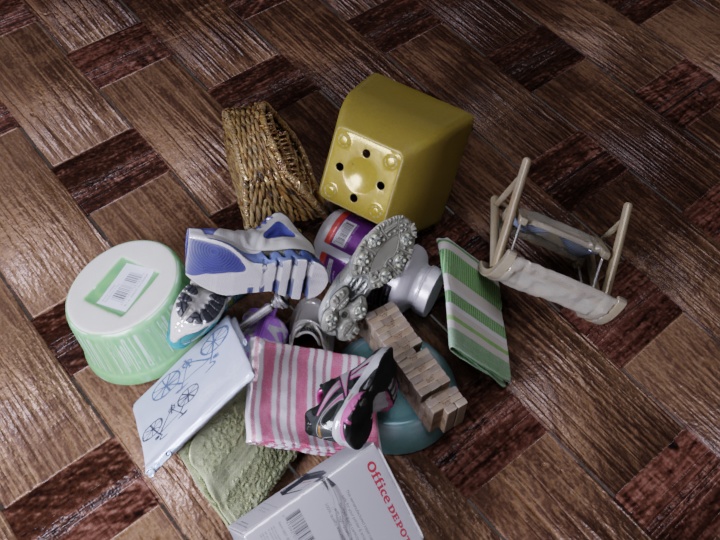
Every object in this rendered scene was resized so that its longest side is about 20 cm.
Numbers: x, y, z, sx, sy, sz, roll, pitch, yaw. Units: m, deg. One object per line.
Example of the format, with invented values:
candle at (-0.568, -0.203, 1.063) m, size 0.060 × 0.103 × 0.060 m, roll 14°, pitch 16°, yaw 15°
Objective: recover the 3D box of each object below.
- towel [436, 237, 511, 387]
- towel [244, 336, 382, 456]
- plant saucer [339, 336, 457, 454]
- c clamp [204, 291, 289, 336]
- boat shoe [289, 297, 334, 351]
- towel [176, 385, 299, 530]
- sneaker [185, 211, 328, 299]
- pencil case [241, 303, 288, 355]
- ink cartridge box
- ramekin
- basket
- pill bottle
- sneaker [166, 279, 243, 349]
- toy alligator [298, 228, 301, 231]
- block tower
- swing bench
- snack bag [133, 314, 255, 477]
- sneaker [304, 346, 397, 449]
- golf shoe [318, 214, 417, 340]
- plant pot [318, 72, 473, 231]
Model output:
towel at (0.169, 0.059, 1.337) m, size 0.023 × 0.152 × 0.203 m, roll -28°, pitch 46°, yaw 31°
towel at (-0.061, 0.171, 1.197) m, size 0.196 × 0.030 × 0.149 m, roll 14°, pitch 57°, yaw -27°
plant saucer at (0.047, 0.166, 1.296) m, size 0.195 × 0.036 × 0.203 m, roll 2°, pitch 53°, yaw -2°
c clamp at (-0.163, 0.064, 1.272) m, size 0.199 × 0.027 × 0.172 m, roll -37°, pitch 29°, yaw 9°
boat shoe at (-0.074, 0.106, 1.304) m, size 0.069 × 0.071 × 0.203 m, roll 2°, pitch 46°, yaw 0°
towel at (-0.146, 0.224, 1.175) m, size 0.036 × 0.150 × 0.200 m, roll -16°, pitch 24°, yaw 41°
sneaker at (-0.144, -0.026, 1.228) m, size 0.195 × 0.082 × 0.116 m, roll 10°, pitch 32°, yaw -15°
pencil case at (-0.167, 0.149, 1.263) m, size 0.082 × 0.086 × 0.203 m, roll 14°, pitch 52°, yaw 9°
ink cartridge box at (-0.040, 0.326, 1.102) m, size 0.198 × 0.083 × 0.147 m, roll -29°, pitch 94°, yaw -24°
ramekin at (-0.323, 0.052, 1.283) m, size 0.195 × 0.099 × 0.203 m, roll -9°, pitch 48°, yaw 10°
basket at (-0.140, -0.186, 1.468) m, size 0.146 × 0.145 × 0.202 m, roll -10°, pitch 47°, yaw -12°
pill bottle at (0.027, -0.007, 1.376) m, size 0.197 × 0.114 × 0.113 m, roll 26°, pitch 55°, yaw 14°
sneaker at (-0.208, 0.035, 1.242) m, size 0.077 × 0.080 × 0.200 m, roll 37°, pitch 38°, yaw 3°
toy alligator at (-0.115, -0.032, 1.376) m, size 0.058 × 0.056 × 0.200 m, roll -12°, pitch 10°, yaw -13°
block tower at (0.071, 0.134, 1.265) m, size 0.053 × 0.058 × 0.201 m, roll -24°, pitch 57°, yaw -22°
swing bench at (0.297, -0.031, 1.377) m, size 0.195 × 0.130 × 0.203 m, roll 23°, pitch 56°, yaw -9°
snack bag at (-0.214, 0.156, 1.157) m, size 0.188 × 0.021 × 0.200 m, roll -43°, pitch 25°, yaw -2°
sneaker at (-0.013, 0.157, 1.171) m, size 0.084 × 0.082 × 0.200 m, roll 1°, pitch 17°, yaw 23°
golf shoe at (0.000, 0.000, 1.286) m, size 0.078 × 0.097 × 0.201 m, roll 39°, pitch 88°, yaw -21°
plant pot at (0.038, -0.171, 1.402) m, size 0.191 × 0.199 × 0.200 m, roll 25°, pitch 26°, yaw 15°
